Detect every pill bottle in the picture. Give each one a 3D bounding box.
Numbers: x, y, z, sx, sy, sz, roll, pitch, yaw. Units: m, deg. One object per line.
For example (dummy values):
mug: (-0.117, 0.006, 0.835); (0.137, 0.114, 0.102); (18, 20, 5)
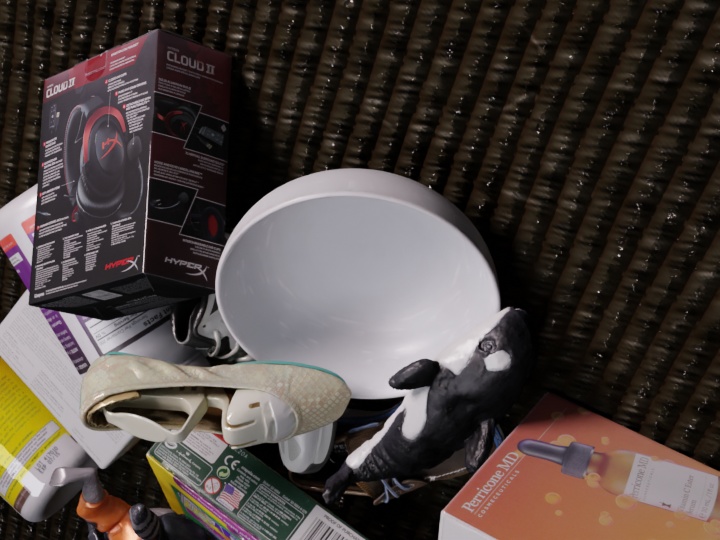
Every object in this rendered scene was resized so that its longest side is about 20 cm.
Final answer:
pill bottle: (-0.337, 0.131, 1.544); (0.200, 0.109, 0.109); (42, 138, 8)
pill bottle: (-0.203, 0.015, 1.334); (0.112, 0.112, 0.201); (-25, 98, 47)

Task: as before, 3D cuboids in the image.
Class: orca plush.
orca plush: (0.056, 0.113, 1.152); (0.199, 0.105, 0.071); (-36, 57, 15)

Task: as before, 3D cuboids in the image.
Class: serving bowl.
serving bowl: (0.000, 0.000, 1.160); (0.198, 0.066, 0.201); (3, 135, 3)

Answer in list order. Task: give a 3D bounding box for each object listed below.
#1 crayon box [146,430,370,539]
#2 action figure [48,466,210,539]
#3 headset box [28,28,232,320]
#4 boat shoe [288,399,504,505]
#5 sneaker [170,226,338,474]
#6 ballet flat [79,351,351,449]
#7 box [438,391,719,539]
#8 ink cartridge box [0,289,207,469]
crayon box: (-0.074, 0.217, 1.374); (0.199, 0.058, 0.173); (34, 162, 17)
action figure: (-0.162, 0.248, 1.343); (0.104, 0.193, 0.201); (-37, 65, 9)
headset box: (-0.169, -0.076, 1.216); (0.148, 0.075, 0.202); (-14, 69, 44)
boat shoe: (0.025, 0.146, 1.271); (0.199, 0.072, 0.073); (-17, 109, 46)
sneaker: (-0.087, 0.065, 1.242); (0.075, 0.115, 0.202); (9, 109, 58)
ballet flat: (-0.106, 0.102, 1.186); (0.198, 0.063, 0.068); (3, 132, 10)
box: (0.171, 0.200, 1.126); (0.199, 0.152, 0.107); (24, 133, 25)
ink cartridge box: (-0.220, 0.055, 1.453); (0.162, 0.050, 0.200); (47, 120, 4)
